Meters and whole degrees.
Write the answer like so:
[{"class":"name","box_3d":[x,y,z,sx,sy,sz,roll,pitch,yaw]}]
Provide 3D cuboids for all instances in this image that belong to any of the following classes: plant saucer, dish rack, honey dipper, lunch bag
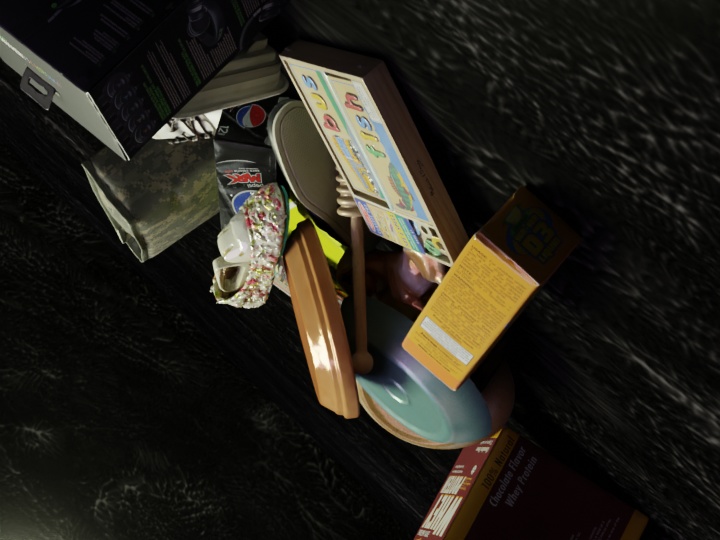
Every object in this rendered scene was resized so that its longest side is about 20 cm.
[{"class":"plant saucer","box_3d":[0.044,0.110,1.253,0.199,0.036,0.201,37,158,18]},{"class":"plant saucer","box_3d":[-0.042,0.051,1.232,0.200,0.037,0.203,165,90,-84]},{"class":"plant saucer","box_3d":[0.069,0.126,1.362,0.198,0.036,0.202,13,127,17]},{"class":"dish rack","box_3d":[-0.173,-0.209,1.094,0.199,0.171,0.044,36,127,27]},{"class":"honey dipper","box_3d":[0.000,0.000,1.173,0.038,0.038,0.203,18,114,61]},{"class":"lunch bag","box_3d":[-0.225,-0.103,1.478,0.118,0.163,0.200,49,167,13]}]

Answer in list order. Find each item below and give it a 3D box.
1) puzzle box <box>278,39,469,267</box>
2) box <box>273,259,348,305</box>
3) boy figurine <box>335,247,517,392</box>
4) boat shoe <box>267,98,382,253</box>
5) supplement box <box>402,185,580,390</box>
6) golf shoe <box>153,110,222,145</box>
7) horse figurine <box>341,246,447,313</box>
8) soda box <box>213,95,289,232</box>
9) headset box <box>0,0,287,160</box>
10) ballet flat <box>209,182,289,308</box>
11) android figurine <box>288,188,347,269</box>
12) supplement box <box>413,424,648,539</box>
[{"class":"puzzle box","box_3d":[0.013,-0.098,1.051,0.133,0.025,0.201,27,151,53]},{"class":"box","box_3d":[-0.047,0.018,1.494,0.199,0.040,0.136,34,-170,36]},{"class":"boy figurine","box_3d":[0.063,0.036,1.259,0.199,0.064,0.125,38,138,8]},{"class":"boat shoe","box_3d":[-0.043,-0.091,1.194,0.067,0.072,0.200,31,164,40]},{"class":"supplement box","box_3d":[0.100,0.019,1.000,0.069,0.067,0.201,40,149,10]},{"class":"golf shoe","box_3d":[-0.173,-0.162,1.320,0.199,0.095,0.078,30,160,41]},{"class":"horse figurine","box_3d":[0.067,0.010,1.157,0.133,0.050,0.200,54,152,6]},{"class":"soda box","box_3d":[-0.107,-0.091,1.259,0.062,0.071,0.201,9,148,3]},{"class":"headset box","box_3d":[-0.191,-0.210,0.983,0.173,0.200,0.093,36,164,26]},{"class":"ballet flat","box_3d":[-0.113,-0.015,1.235,0.201,0.063,0.076,110,146,-57]},{"class":"android figurine","box_3d":[-0.059,-0.060,1.414,0.200,0.041,0.182,45,167,-11]},{"class":"supplement box","box_3d":[0.183,0.315,1.428,0.199,0.199,0.133,32,168,-4]}]
